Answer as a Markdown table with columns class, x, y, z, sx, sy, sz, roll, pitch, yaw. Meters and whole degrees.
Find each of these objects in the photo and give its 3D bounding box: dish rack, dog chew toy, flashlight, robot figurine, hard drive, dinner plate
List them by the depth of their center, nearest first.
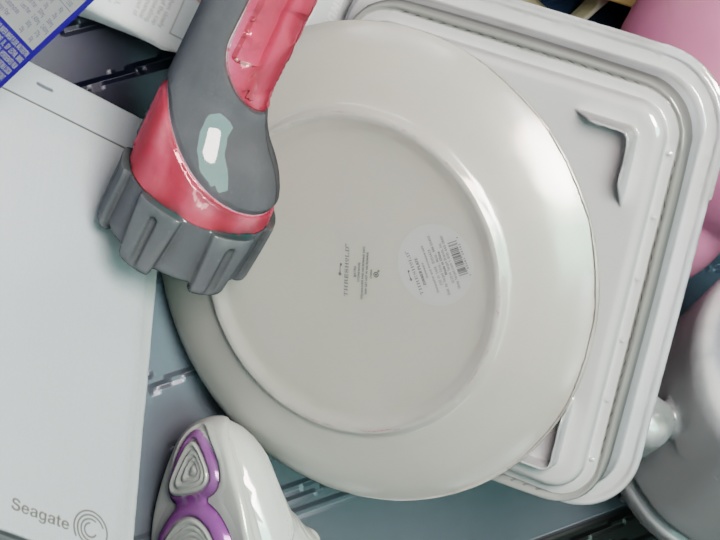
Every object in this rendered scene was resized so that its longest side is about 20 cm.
| class | x | y | z | sx | sy | sz | roll | pitch | yaw |
| --- | --- | --- | --- | --- | --- | --- | --- | --- | --- |
| flashlight | -0.032 | -0.086 | 0.832 | 0.067 | 0.068 | 0.201 | 8 | 125 | -38 |
| hard drive | -0.137 | 0.009 | 0.846 | 0.132 | 0.027 | 0.201 | 26 | 52 | -35 |
| dinner plate | 0.000 | 0.000 | 0.893 | 0.024 | 0.199 | 0.201 | -30 | 113 | -62 |
| dish rack | 0.048 | -0.008 | 0.905 | 0.044 | 0.171 | 0.201 | -29 | 135 | -61 |
| dog chew toy | 0.125 | -0.050 | 0.949 | 0.200 | 0.125 | 0.125 | -32 | 113 | 26 |
| robot figurine | 0.177 | 0.063 | 0.971 | 0.169 | 0.200 | 0.114 | -4 | 70 | -16 |

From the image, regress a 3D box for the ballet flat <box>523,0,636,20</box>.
| class | x | y | z | sx | sy | sz | roll | pitch | yaw |
| --- | --- | --- | --- | --- | --- | --- | --- | --- | --- |
| ballet flat | 0.120 | -0.132 | 0.996 | 0.199 | 0.069 | 0.063 | 20 | 116 | -21 |

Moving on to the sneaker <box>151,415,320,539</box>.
| class | x | y | z | sx | sy | sz | roll | pitch | yaw |
| --- | --- | --- | --- | --- | --- | --- | --- | --- | --- |
| sneaker | -0.028 | 0.150 | 0.964 | 0.099 | 0.075 | 0.201 | -28 | 107 | -37 |

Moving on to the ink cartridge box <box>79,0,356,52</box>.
| class | x | y | z | sx | sy | sz | roll | pitch | yaw |
| --- | --- | --- | --- | --- | --- | --- | --- | --- | --- |
| ink cartridge box | -0.082 | -0.176 | 0.910 | 0.199 | 0.057 | 0.163 | 26 | 86 | -32 |

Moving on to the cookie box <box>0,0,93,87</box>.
| class | x | y | z | sx | sy | sz | roll | pitch | yaw |
| --- | --- | --- | --- | --- | --- | --- | --- | --- | --- |
| cookie box | -0.156 | -0.168 | 0.802 | 0.200 | 0.075 | 0.171 | -44 | 78 | -2 |
